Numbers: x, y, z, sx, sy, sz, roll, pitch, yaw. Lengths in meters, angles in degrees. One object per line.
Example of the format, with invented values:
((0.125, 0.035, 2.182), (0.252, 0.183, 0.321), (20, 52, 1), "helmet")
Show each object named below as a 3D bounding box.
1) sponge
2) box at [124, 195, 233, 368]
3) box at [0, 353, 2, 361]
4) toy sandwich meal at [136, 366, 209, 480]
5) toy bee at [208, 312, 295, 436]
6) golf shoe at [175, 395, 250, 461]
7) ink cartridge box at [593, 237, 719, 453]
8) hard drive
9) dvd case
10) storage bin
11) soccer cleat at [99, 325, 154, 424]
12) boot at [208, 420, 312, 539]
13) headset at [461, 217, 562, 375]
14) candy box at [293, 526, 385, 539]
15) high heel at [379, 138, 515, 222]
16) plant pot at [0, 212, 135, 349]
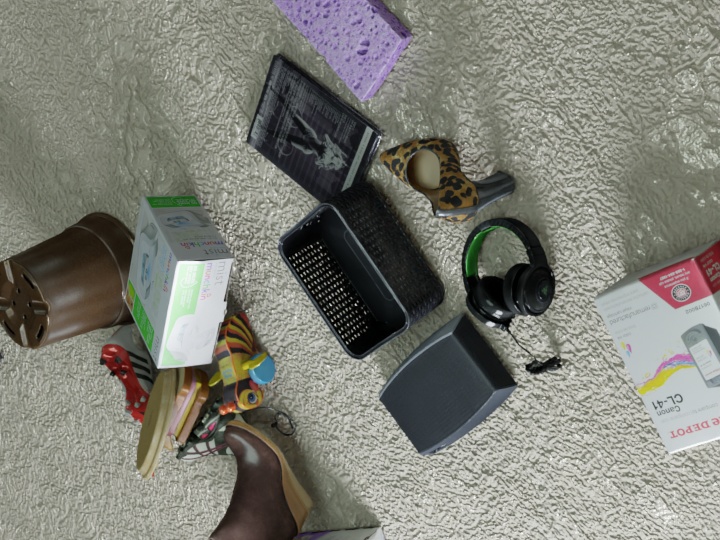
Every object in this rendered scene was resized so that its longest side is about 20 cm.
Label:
((-0.028, -0.331, 1.550), (0.200, 0.030, 0.112), (49, 131, 14), "sponge")
((-0.277, 0.016, 1.814), (0.177, 0.096, 0.201), (55, 138, 44), "box")
((-0.810, 0.107, 2.329), (0.147, 0.104, 0.202), (-11, 99, 42), "box")
((-0.305, 0.243, 1.926), (0.070, 0.206, 0.206), (15, 128, -16), "toy sandwich meal")
((-0.178, 0.169, 1.821), (0.200, 0.108, 0.131), (50, 129, 13), "toy bee")
((-0.239, 0.280, 1.937), (0.088, 0.078, 0.200), (35, 146, -8), "golf shoe")
((0.376, 0.085, 1.338), (0.147, 0.085, 0.201), (-28, 87, 43), "ink cartridge box")
((0.110, 0.162, 1.619), (0.135, 0.042, 0.200), (53, 132, 11), "hard drive")
((-0.067, -0.185, 1.649), (0.200, 0.016, 0.149), (40, 128, 21), "dvd case")
((0.000, 0.000, 1.603), (0.135, 0.094, 0.201), (-36, 88, 42), "storage bin")
((-0.379, 0.183, 2.027), (0.068, 0.086, 0.201), (-4, 129, 23), "soccer cleat")
((-0.174, 0.345, 1.802), (0.200, 0.166, 0.072), (51, 142, -6), "boot")
((0.198, 0.032, 1.492), (0.123, 0.093, 0.202), (-25, 75, 47), "headset")
((-0.074, 0.464, 1.808), (0.199, 0.167, 0.072), (-15, 99, 42), "candy box")
((0.075, -0.112, 1.472), (0.199, 0.142, 0.072), (18, 118, 34), "high heel")
((-0.485, 0.028, 1.962), (0.199, 0.198, 0.202), (16, 118, 34), "plant pot")
